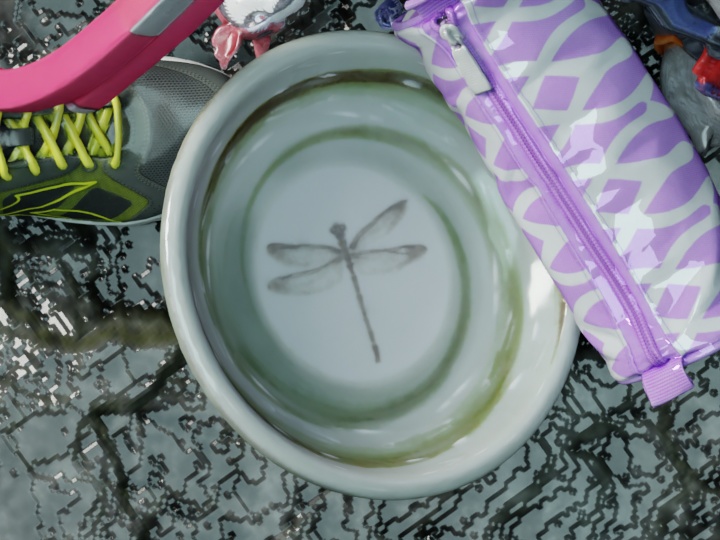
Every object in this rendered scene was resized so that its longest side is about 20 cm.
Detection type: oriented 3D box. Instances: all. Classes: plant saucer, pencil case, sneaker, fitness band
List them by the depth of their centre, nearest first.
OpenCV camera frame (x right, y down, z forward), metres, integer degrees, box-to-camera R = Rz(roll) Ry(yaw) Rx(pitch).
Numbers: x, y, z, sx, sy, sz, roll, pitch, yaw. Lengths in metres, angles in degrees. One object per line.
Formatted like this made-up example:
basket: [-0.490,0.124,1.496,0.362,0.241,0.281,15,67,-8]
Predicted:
fitness band: [-0.112,-0.151,1.050,0.200,0.037,0.144,-38,67,26]
pencil case: [0.092,-0.047,1.077,0.084,0.086,0.200,-32,96,24]
plant saucer: [0.000,0.000,1.096,0.200,0.050,0.200,6,77,-26]
sneaker: [-0.145,-0.051,1.116,0.200,0.085,0.075,-7,93,7]

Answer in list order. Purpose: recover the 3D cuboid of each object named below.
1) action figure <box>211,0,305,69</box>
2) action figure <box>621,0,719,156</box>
action figure: [-0.055,-0.184,1.078,0.149,0.134,0.200,7,88,5]
action figure: [0.199,-0.131,1.095,0.200,0.105,0.194,27,101,-25]
